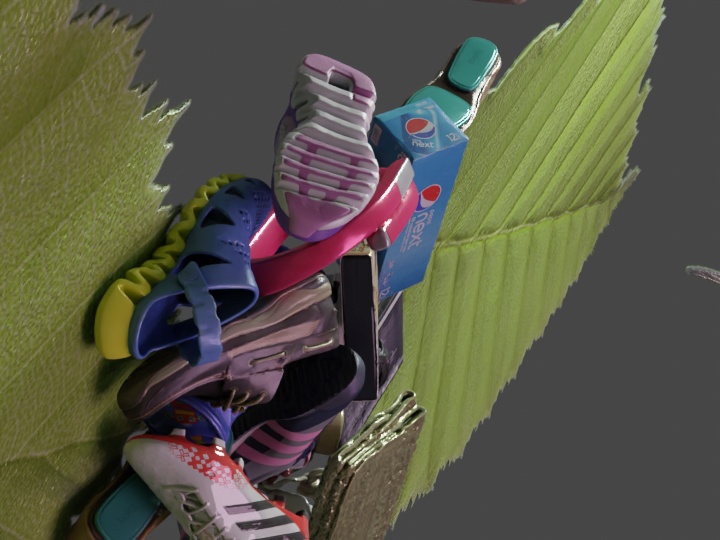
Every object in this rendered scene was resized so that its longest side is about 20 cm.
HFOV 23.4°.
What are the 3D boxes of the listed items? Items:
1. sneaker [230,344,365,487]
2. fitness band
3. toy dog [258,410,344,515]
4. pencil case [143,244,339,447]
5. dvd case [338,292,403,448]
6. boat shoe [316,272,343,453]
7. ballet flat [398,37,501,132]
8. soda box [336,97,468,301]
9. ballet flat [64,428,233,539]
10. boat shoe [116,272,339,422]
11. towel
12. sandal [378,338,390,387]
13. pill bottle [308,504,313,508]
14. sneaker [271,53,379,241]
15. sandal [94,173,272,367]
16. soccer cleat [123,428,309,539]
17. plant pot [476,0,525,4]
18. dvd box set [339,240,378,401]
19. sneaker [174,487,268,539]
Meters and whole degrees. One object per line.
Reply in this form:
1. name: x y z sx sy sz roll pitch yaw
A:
1. sneaker: -0.057 0.129 1.490 0.199 0.082 0.070 -30 -138 32
2. fitness band: -0.029 -0.036 1.390 0.038 0.143 0.200 65 25 -16
3. toy dog: -0.080 0.193 1.635 0.097 0.131 0.201 -81 171 -46
4. pencil case: -0.097 0.066 1.421 0.200 0.078 0.087 -52 127 -38
5. dvd case: 0.007 0.114 1.981 0.149 0.016 0.200 -57 164 -24
6. boat shoe: -0.051 0.088 1.648 0.075 0.064 0.203 -92 -167 -51
7. ballet flat: 0.086 -0.158 1.732 0.200 0.068 0.067 -48 164 -44
8. soda box: 0.037 -0.064 1.642 0.068 0.064 0.201 -23 148 -30
9. ballet flat: -0.175 0.176 1.402 0.063 0.069 0.200 -41 179 36
10. boat shoe: -0.091 0.071 1.323 0.199 0.074 0.074 -29 -174 -29
11. towel: -0.004 0.217 1.657 0.148 0.036 0.201 -33 146 -48
12. sandal: -0.005 0.092 1.706 0.200 0.048 0.076 141 -49 -69
13. pill bottle: -0.104 0.331 1.757 0.200 0.112 0.112 -54 162 -34
14. sneaker: -0.036 -0.079 1.349 0.201 0.080 0.089 -83 -160 -52
15. sandal: -0.111 0.006 1.275 0.080 0.087 0.200 94 22 -46
16. soccer cleat: -0.112 0.193 1.362 0.200 0.068 0.086 42 48 -39
17. plant pot: 0.058 -0.277 1.242 0.200 0.173 0.200 -58 163 -29
18. dvd box set: 0.000 0.000 1.532 0.200 0.029 0.147 -89 176 -61
19. sneaker: -0.134 0.256 1.506 0.200 0.083 0.121 126 -16 -68
